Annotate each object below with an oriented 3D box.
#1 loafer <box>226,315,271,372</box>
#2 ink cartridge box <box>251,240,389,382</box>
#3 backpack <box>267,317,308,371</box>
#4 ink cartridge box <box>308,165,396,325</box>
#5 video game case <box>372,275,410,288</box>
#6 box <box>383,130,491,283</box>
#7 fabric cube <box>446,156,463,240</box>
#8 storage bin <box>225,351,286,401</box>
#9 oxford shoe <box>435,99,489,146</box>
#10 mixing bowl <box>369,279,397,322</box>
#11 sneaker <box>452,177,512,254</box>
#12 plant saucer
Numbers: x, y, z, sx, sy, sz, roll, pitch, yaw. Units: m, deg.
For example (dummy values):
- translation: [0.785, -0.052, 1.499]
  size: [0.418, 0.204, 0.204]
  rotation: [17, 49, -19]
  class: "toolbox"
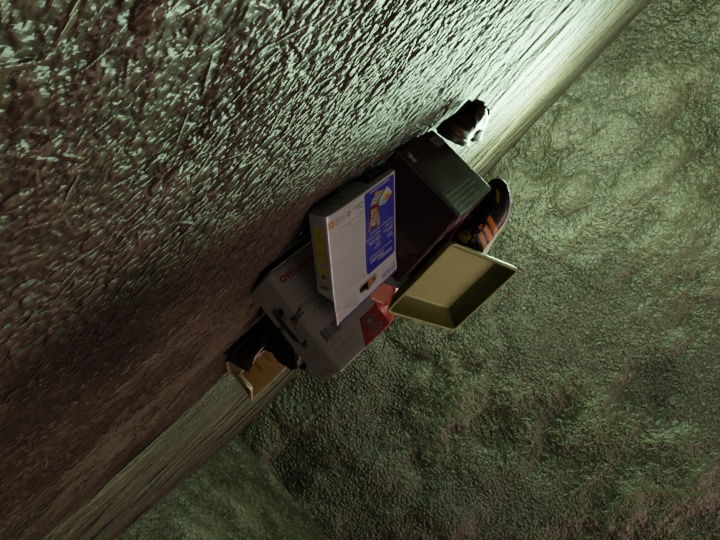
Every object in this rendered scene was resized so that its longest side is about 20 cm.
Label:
- translation: [-0.198, 0.145, 1.468]
  size: [0.200, 0.071, 0.073]
  rotation: [-43, 174, -16]
  class: "loafer"
- translation: [-0.069, 0.065, 1.165]
  size: [0.146, 0.201, 0.083]
  rotation: [-39, -179, -38]
  class: "ink cartridge box"
- translation: [-0.102, 0.087, 1.395]
  size: [0.200, 0.126, 0.169]
  rotation: [-42, 155, -42]
  class: "backpack"
- translation: [-0.006, -0.046, 1.130]
  size: [0.197, 0.046, 0.203]
  rotation: [-41, 139, -44]
  class: "ink cartridge box"
- translation: [0.105, 0.023, 1.499]
  size: [0.200, 0.179, 0.023]
  rotation: [72, 39, -80]
  class: "video game case"
- translation: [0.103, -0.120, 1.265]
  size: [0.200, 0.164, 0.166]
  rotation: [-49, 172, 39]
  class: "box"
- translation: [0.170, -0.131, 1.509]
  size: [0.200, 0.200, 0.196]
  rotation: [-43, 173, -10]
  class: "fabric cube"
- translation: [-0.215, 0.196, 1.605]
  size: [0.200, 0.094, 0.199]
  rotation: [-42, 174, -18]
  class: "storage bin"
- translation: [0.200, -0.293, 1.303]
  size: [0.200, 0.072, 0.085]
  rotation: [-39, 156, -59]
  class: "oxford shoe"
- translation: [0.024, 0.054, 1.718]
  size: [0.200, 0.201, 0.108]
  rotation: [-40, 179, -34]
  class: "mixing bowl"
- translation: [0.229, -0.083, 1.318]
  size: [0.089, 0.070, 0.202]
  rotation: [-16, 135, -51]
  class: "sneaker"
- translation: [0.173, 0.022, 1.311]
  size: [0.198, 0.048, 0.200]
  rotation: [18, 128, -37]
  class: "plant saucer"
